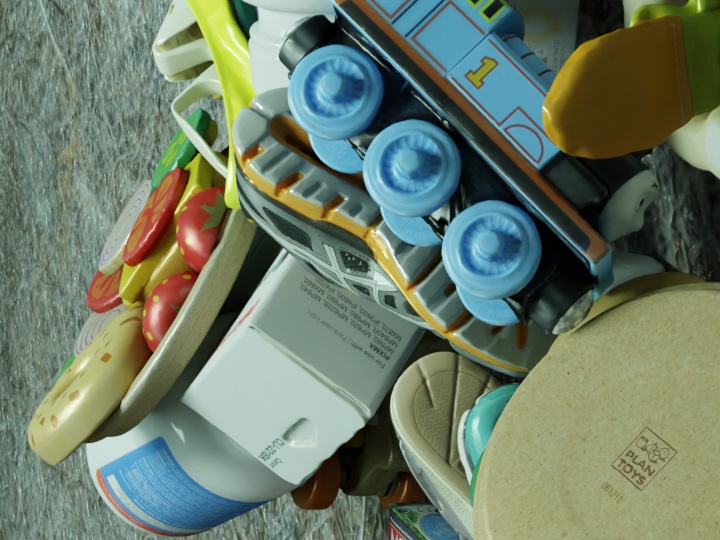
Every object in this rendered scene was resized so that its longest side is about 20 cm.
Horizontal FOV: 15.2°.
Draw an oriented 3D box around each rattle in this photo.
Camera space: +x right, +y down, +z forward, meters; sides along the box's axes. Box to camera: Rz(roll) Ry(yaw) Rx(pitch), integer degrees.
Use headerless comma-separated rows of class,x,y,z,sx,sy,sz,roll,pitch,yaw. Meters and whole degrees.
rattle,0.108,-0.120,1.238,0.131,0.142,0.200,80,163,-50

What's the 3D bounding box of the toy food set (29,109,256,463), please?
toy food set,-0.120,0.010,1.536,0.200,0.048,0.198,-55,15,21

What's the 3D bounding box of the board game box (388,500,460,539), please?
board game box,0.077,0.211,1.503,0.200,0.061,0.201,-138,46,-60

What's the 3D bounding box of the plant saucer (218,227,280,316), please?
plant saucer,-0.032,-0.035,1.640,0.201,0.050,0.200,-55,2,3

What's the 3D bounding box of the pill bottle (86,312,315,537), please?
pill bottle,-0.080,0.089,1.601,0.200,0.112,0.113,-30,68,61

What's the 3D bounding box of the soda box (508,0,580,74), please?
soda box,0.078,-0.184,1.315,0.201,0.068,0.064,90,-176,-48

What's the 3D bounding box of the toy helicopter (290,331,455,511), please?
toy helicopter,0.019,0.053,1.619,0.200,0.078,0.133,128,139,-50

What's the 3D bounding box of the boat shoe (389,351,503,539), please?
boat shoe,0.087,0.125,1.350,0.200,0.072,0.065,47,170,0

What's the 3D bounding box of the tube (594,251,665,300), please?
tube,0.128,0.092,1.364,0.077,0.050,0.201,33,130,56

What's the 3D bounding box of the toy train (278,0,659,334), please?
toy train,0.052,-0.064,1.267,0.200,0.114,0.087,45,177,15

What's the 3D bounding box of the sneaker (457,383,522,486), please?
sneaker,0.125,0.129,1.275,0.200,0.077,0.080,49,168,14

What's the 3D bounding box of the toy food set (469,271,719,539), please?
toy food set,0.134,0.094,1.202,0.199,0.049,0.199,20,73,42

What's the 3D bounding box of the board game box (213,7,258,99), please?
board game box,-0.057,-0.217,1.746,0.165,0.056,0.201,173,91,-70

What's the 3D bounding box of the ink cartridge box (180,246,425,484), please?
ink cartridge box,0.000,0.000,1.463,0.200,0.084,0.144,-58,5,-26

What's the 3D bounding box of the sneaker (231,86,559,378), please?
sneaker,0.020,-0.012,1.344,0.200,0.078,0.077,38,151,9

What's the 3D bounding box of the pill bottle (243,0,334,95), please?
pill bottle,-0.016,-0.191,1.356,0.120,0.119,0.201,-142,46,-62

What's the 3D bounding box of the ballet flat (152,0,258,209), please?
ballet flat,-0.077,-0.111,1.482,0.067,0.067,0.201,67,180,-55
